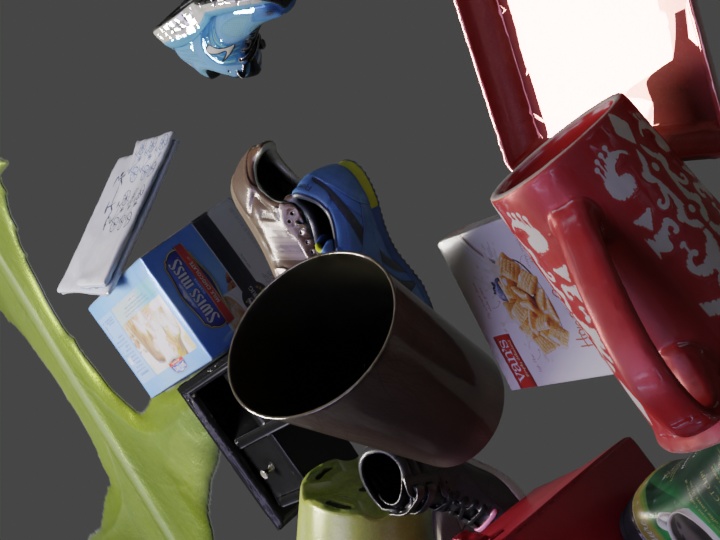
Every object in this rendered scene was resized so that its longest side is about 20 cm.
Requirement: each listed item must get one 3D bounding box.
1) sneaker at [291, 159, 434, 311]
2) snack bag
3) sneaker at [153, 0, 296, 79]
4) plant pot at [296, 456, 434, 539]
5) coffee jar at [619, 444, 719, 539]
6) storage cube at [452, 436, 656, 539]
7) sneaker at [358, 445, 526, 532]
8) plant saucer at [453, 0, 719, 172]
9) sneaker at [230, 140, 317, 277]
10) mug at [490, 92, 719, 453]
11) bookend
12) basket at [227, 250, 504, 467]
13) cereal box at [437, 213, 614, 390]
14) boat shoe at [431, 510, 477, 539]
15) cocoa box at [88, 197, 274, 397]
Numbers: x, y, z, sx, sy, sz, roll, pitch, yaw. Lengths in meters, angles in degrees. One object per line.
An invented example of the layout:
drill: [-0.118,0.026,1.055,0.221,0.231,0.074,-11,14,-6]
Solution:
sneaker: [0.000,0.000,1.104,0.066,0.078,0.201,-18,102,54]
snack bag: [-0.276,-0.061,1.346,0.021,0.190,0.200,27,167,-25]
sneaker: [-0.108,-0.225,1.099,0.090,0.078,0.199,50,154,-20]
plant pot: [0.007,0.300,1.243,0.200,0.199,0.186,16,116,46]
coffee jar: [0.270,0.163,0.859,0.104,0.085,0.200,47,144,13]
storage cube: [0.175,0.272,0.985,0.201,0.179,0.171,54,146,10]
sneaker: [0.078,0.213,1.117,0.200,0.099,0.071,40,127,7]
plant saucer: [0.151,-0.169,0.810,0.199,0.037,0.201,0,115,52]
sneaker: [-0.057,-0.036,1.157,0.200,0.070,0.076,50,145,13]
mug: [0.187,-0.001,0.749,0.200,0.133,0.178,51,-177,-5]
bookend: [-0.076,0.161,1.302,0.201,0.092,0.198,55,145,-2]
basket: [0.020,0.086,1.014,0.179,0.200,0.137,-19,56,35]
cereal box: [0.157,0.014,0.937,0.200,0.039,0.145,-21,97,57]
boat shoe: [0.115,0.320,1.197,0.073,0.074,0.201,-20,93,62]
cocoa box: [-0.188,0.035,1.321,0.134,0.131,0.200,55,147,-2]
